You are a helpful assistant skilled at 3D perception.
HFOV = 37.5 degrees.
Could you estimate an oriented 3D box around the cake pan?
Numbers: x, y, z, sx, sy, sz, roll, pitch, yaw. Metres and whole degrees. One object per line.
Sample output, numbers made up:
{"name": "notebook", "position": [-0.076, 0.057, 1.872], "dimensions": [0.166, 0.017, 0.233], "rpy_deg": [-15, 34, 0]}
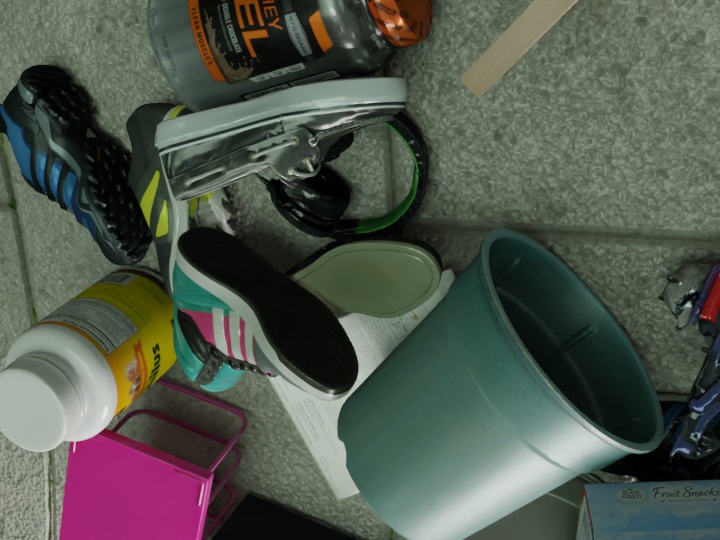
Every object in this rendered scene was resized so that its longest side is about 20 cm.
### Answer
{"name": "cake pan", "position": [0.160, 0.266, 0.978], "dimensions": [0.199, 0.037, 0.202], "rpy_deg": [8, 114, 18]}

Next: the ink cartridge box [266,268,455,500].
{"name": "ink cartridge box", "position": [0.029, 0.101, 0.963], "dimensions": [0.199, 0.050, 0.162], "rpy_deg": [-26, 100, 14]}

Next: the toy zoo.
{"name": "toy zoo", "position": [0.155, -0.203, 0.705], "dimensions": [0.020, 0.200, 0.131], "rpy_deg": [46, 145, -2]}

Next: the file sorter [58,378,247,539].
{"name": "file sorter", "position": [-0.200, 0.225, 1.047], "dimensions": [0.138, 0.125, 0.201], "rpy_deg": [20, 118, 11]}

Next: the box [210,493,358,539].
{"name": "box", "position": [-0.065, 0.361, 1.052], "dimensions": [0.197, 0.123, 0.201], "rpy_deg": [20, 115, 11]}

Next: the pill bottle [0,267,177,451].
{"name": "pill bottle", "position": [-0.243, 0.080, 0.961], "dimensions": [0.109, 0.200, 0.110], "rpy_deg": [8, 114, 18]}

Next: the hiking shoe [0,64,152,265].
{"name": "hiking shoe", "position": [-0.263, -0.088, 0.981], "dimensions": [0.086, 0.074, 0.201], "rpy_deg": [-30, 89, 36]}

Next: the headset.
{"name": "headset", "position": [-0.044, -0.082, 0.876], "dimensions": [0.199, 0.094, 0.124], "rpy_deg": [7, 119, 4]}

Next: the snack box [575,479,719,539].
{"name": "snack box", "position": [0.256, 0.244, 0.844], "dimensions": [0.167, 0.068, 0.201], "rpy_deg": [-2, 136, 3]}

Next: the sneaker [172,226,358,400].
{"name": "sneaker", "position": [-0.092, 0.067, 0.900], "dimensions": [0.200, 0.083, 0.121], "rpy_deg": [41, 135, 24]}

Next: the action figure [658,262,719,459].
{"name": "action figure", "position": [0.309, 0.067, 0.806], "dimensions": [0.193, 0.105, 0.201], "rpy_deg": [33, 94, 11]}

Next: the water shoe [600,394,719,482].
{"name": "water shoe", "position": [0.274, 0.146, 0.861], "dimensions": [0.199, 0.079, 0.072], "rpy_deg": [-7, 108, 23]}

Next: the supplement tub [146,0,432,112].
{"name": "supplement tub", "position": [-0.053, -0.199, 0.820], "dimensions": [0.199, 0.123, 0.123], "rpy_deg": [-12, 107, 24]}

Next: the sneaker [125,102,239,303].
{"name": "sneaker", "position": [-0.163, -0.061, 0.958], "dimensions": [0.084, 0.074, 0.201], "rpy_deg": [23, 124, 36]}

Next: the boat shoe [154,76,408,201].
{"name": "boat shoe", "position": [-0.056, -0.098, 0.808], "dimensions": [0.199, 0.072, 0.071], "rpy_deg": [-12, 92, 13]}

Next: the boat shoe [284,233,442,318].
{"name": "boat shoe", "position": [0.001, 0.002, 0.891], "dimensions": [0.199, 0.066, 0.075], "rpy_deg": [-25, 107, 48]}

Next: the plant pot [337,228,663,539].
{"name": "plant pot", "position": [0.098, 0.107, 0.837], "dimensions": [0.200, 0.200, 0.196], "rpy_deg": [46, 116, -2]}
